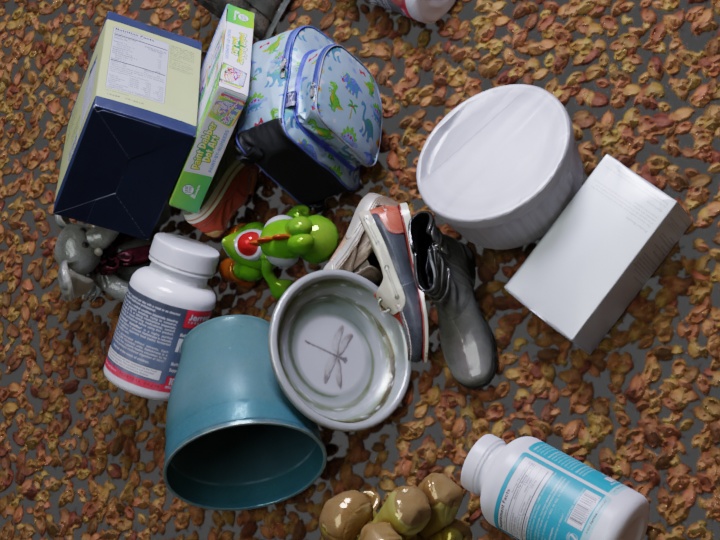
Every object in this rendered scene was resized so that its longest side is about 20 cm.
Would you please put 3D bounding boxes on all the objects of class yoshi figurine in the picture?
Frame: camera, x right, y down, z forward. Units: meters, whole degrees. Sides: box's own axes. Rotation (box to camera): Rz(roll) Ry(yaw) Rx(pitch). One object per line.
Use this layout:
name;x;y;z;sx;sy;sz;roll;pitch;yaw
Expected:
yoshi figurine;-0.098;-0.030;1.684;0.112;0.113;0.200;-43;16;-30

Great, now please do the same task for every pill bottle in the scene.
pill bottle;0.210;0.256;1.434;0.199;0.111;0.111;27;88;32
pill bottle;-0.257;0.059;1.713;0.119;0.119;0.201;25;102;31
pill bottle;0.031;-0.412;1.732;0.199;0.111;0.111;28;89;32

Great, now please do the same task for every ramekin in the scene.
ramekin;0.174;-0.117;1.551;0.201;0.094;0.203;-18;50;22

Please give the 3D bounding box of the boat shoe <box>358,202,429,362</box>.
boat shoe;0.045;0.018;1.593;0.062;0.071;0.202;-10;88;-4

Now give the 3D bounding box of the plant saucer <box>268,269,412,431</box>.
plant saucer;-0.032;0.101;1.586;0.050;0.199;0.202;-28;59;54

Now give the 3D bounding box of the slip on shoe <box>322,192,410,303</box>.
slip on shoe;0.000;0.000;1.650;0.060;0.076;0.201;22;79;26

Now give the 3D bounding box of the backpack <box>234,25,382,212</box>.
backpack;-0.059;-0.212;1.679;0.146;0.183;0.201;-18;56;29

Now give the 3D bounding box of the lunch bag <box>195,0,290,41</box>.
lunch bag;-0.157;-0.451;1.813;0.117;0.164;0.201;31;91;37

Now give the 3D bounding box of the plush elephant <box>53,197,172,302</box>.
plush elephant;-0.352;-0.030;1.793;0.199;0.155;0.166;-28;64;18

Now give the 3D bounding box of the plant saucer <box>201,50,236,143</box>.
plant saucer;-0.248;-0.219;1.867;0.199;0.034;0.202;-8;72;26

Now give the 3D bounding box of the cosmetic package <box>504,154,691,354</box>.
cosmetic package;0.275;-0.018;1.501;0.113;0.081;0.200;42;97;31

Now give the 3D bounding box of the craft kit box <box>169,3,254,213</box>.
craft kit box;-0.194;-0.212;1.691;0.198;0.048;0.201;-88;21;-49

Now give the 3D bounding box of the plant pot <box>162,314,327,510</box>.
plant pot;-0.153;0.168;1.619;0.199;0.200;0.189;-27;49;18

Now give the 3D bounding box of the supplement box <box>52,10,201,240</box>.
supplement box;-0.306;-0.191;1.710;0.201;0.133;0.200;-93;27;-44

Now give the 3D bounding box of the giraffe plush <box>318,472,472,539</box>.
giraffe plush;0.019;0.316;1.514;0.162;0.172;0.201;24;121;41

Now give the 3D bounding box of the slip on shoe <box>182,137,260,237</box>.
slip on shoe;-0.170;-0.125;1.763;0.074;0.061;0.201;-4;45;43

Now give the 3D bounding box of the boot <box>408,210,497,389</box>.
boot;0.099;0.037;1.547;0.067;0.131;0.201;-19;67;21
